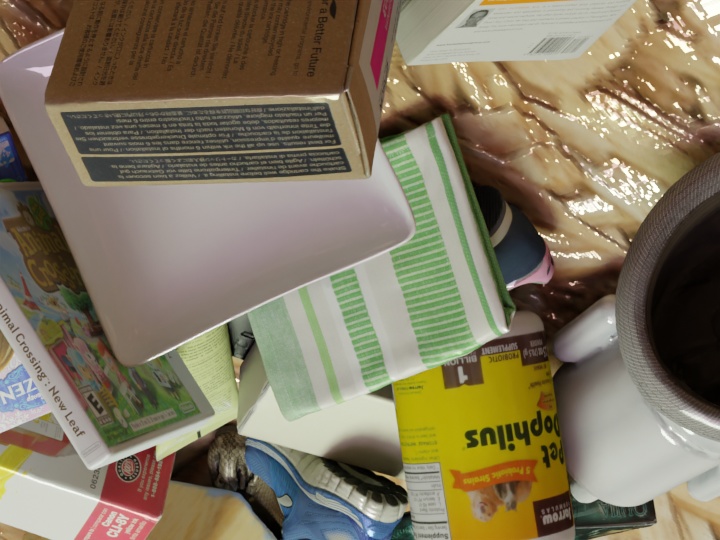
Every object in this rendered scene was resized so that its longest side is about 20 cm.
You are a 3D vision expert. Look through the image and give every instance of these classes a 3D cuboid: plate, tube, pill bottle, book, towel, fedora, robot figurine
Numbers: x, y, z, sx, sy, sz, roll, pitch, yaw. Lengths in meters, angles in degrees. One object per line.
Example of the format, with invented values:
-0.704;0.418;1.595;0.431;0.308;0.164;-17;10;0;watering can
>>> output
-0.091;-0.072;1.231;0.199;0.032;0.201;-25;89;11;plate
-0.120;0.045;1.449;0.058;0.052;0.201;0;130;4;tube
0.083;0.132;1.402;0.108;0.201;0.109;-9;180;0;pill bottle
0.122;-0.177;1.117;0.133;0.048;0.200;-5;154;-37;book
0.000;0.000;1.353;0.199;0.153;0.023;-22;176;35;towel
0.252;0.018;1.305;0.177;0.200;0.090;41;177;8;fedora
0.205;0.088;1.423;0.169;0.113;0.200;42;135;-14;robot figurine

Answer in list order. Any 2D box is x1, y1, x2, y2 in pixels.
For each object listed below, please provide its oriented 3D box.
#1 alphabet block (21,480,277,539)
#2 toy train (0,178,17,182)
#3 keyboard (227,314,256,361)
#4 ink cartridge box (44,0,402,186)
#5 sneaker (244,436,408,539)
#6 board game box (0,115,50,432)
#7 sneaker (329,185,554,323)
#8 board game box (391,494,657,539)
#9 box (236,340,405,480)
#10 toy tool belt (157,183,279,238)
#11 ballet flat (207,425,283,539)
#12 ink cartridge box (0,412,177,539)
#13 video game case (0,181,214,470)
-0.171;0.297;1.675;0.194;0.201;0.197;4;145;35;alphabet block
-0.193;0.021;1.372;0.056;0.042;0.200;-37;118;7;toy train
-0.150;0.007;1.475;0.199;0.040;0.104;22;126;-22;keyboard
-0.064;-0.143;1.116;0.164;0.201;0.075;0;142;14;ink cartridge box
-0.040;0.173;1.531;0.078;0.090;0.200;17;-175;-27;sneaker
-0.293;0.026;1.381;0.199;0.041;0.201;-23;116;-10;board game box
0.040;0.014;1.402;0.199;0.071;0.082;-22;134;39;sneaker
0.104;0.191;1.561;0.199;0.028;0.135;2;165;-36;board game box
0.017;0.096;1.493;0.199;0.069;0.082;19;132;-18;box
-0.097;-0.042;1.321;0.199;0.125;0.123;-2;133;17;toy tool belt
-0.087;0.198;1.688;0.067;0.047;0.201;1;141;9;ballet flat
-0.236;0.107;1.523;0.199;0.146;0.083;20;144;-14;ink cartridge box
-0.170;0.026;1.258;0.022;0.200;0.183;-34;85;13;video game case
